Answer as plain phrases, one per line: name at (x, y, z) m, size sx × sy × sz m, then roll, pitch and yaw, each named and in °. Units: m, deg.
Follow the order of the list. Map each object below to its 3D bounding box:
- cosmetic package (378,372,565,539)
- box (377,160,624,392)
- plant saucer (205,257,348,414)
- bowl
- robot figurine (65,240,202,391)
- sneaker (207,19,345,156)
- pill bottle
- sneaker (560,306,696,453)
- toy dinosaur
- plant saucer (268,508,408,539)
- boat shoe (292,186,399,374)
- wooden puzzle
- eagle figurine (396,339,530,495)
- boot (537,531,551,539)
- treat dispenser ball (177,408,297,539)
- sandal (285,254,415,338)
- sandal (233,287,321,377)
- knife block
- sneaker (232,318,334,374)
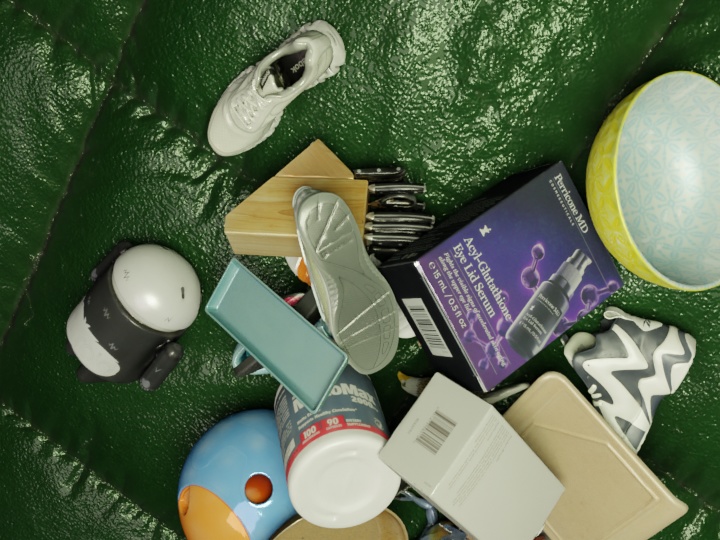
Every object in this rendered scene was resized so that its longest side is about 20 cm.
cosmetic package at (0.119, 0.208, 0.901) m, size 0.084 × 0.108 × 0.200 m, roll 27°, pitch 163°, yaw 46°
box at (0.143, 0.005, 0.900) m, size 0.198 × 0.104 × 0.150 m, roll -34°, pitch 99°, yaw -18°
plant saucer at (-0.090, 0.066, 0.937) m, size 0.199 × 0.019 × 0.071 m, roll 37°, pitch 100°, yaw 34°
bowl at (0.286, -0.082, 0.867) m, size 0.203 × 0.198 × 0.107 m, roll 63°, pitch 156°, yaw -11°
robot figurine at (-0.281, 0.058, 1.097) m, size 0.150 × 0.125 × 0.200 m, roll 40°, pitch 116°, yaw -12°
sneaker at (-0.106, -0.196, 0.974) m, size 0.199 × 0.081 × 0.075 m, roll -39°, pitch 97°, yaw 26°
pill bottle at (-0.033, 0.166, 0.965) m, size 0.117 × 0.201 × 0.122 m, roll -6°, pitch 120°, yaw -10°
sneaker at (0.267, 0.130, 0.980) m, size 0.128 × 0.079 × 0.202 m, roll 29°, pitch 120°, yaw 11°
toy dinosaur at (0.097, 0.347, 1.089) m, size 0.197 × 0.106 × 0.183 m, roll 29°, pitch 144°, yaw 7°
plant saucer at (-0.041, 0.330, 1.005) m, size 0.196 × 0.036 × 0.204 m, roll -12°, pitch 123°, yaw -19°
boat shoe at (-0.017, 0.010, 0.903) m, size 0.073 × 0.065 × 0.205 m, roll -28°, pitch 112°, yaw -9°
wooden puzzle at (0.237, 0.225, 0.981) m, size 0.200 × 0.037 × 0.186 m, roll 45°, pitch 137°, yaw 13°
eagle figurine at (0.090, 0.168, 1.018) m, size 0.149 × 0.151 × 0.204 m, roll 11°, pitch 102°, yaw -18°
boot at (0.254, 0.408, 1.088) m, size 0.184 × 0.069 × 0.204 m, roll 13°, pitch 113°, yaw 12°
treat dispenser ball at (-0.124, 0.273, 1.081) m, size 0.196 × 0.201 × 0.205 m, roll 6°, pitch 111°, yaw 15°
sandal at (-0.004, 0.007, 1.020) m, size 0.206 × 0.059 × 0.080 m, roll 39°, pitch 100°, yaw 16°
sandal at (-0.072, 0.043, 0.982) m, size 0.200 × 0.075 × 0.045 m, roll -46°, pitch 78°, yaw 16°
knife block at (-0.024, -0.044, 0.962) m, size 0.199 × 0.064 × 0.176 m, roll -40°, pitch 72°, yaw -11°
sneaker at (-0.068, 0.085, 1.061) m, size 0.197 × 0.082 × 0.075 m, roll -24°, pitch 102°, yaw 23°
